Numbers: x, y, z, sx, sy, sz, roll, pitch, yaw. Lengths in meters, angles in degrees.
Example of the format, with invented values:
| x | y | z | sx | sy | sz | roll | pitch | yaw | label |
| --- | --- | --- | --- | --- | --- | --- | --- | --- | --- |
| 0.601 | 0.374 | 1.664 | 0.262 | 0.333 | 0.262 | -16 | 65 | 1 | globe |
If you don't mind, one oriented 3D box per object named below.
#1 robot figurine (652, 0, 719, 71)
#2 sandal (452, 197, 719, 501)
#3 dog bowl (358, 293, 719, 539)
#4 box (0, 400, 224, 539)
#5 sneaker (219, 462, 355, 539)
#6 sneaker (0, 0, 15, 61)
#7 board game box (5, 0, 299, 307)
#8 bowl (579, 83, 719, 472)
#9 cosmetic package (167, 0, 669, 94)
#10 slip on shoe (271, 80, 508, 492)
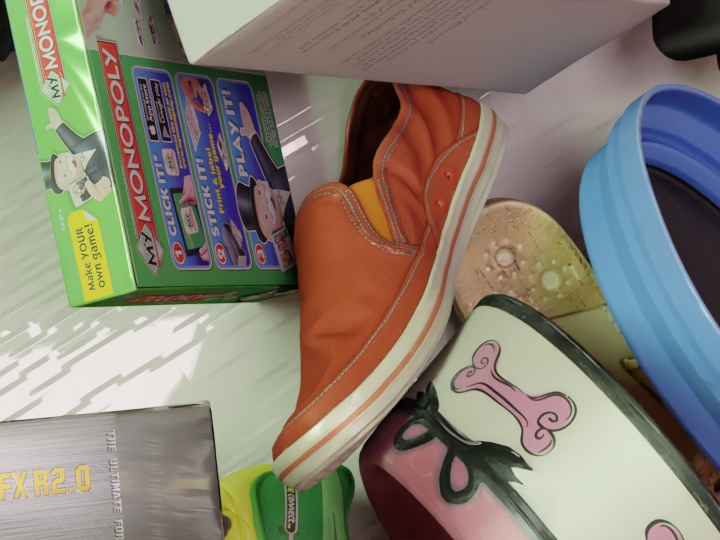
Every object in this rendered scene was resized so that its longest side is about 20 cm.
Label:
| x | y | z | sx | sy | sz | roll | pitch | yaw | label |
| --- | --- | --- | --- | --- | --- | --- | --- | --- | --- |
| 0.165 | -0.179 | 1.012 | 0.125 | 0.150 | 0.200 | 2 | 77 | 9 | robot figurine |
| 0.109 | 0.062 | 0.950 | 0.078 | 0.070 | 0.212 | -41 | 100 | -2 | sandal |
| 0.075 | 0.110 | 0.874 | 0.074 | 0.200 | 0.200 | -35 | 96 | -10 | dog bowl |
| -0.152 | 0.076 | 0.756 | 0.158 | 0.200 | 0.048 | -5 | 85 | -27 | box |
| 0.007 | 0.159 | 0.890 | 0.084 | 0.074 | 0.200 | -22 | 90 | -24 | sneaker |
| -0.189 | -0.092 | 0.852 | 0.200 | 0.070 | 0.082 | -28 | 64 | -39 | sneaker |
| -0.078 | -0.087 | 0.881 | 0.135 | 0.029 | 0.200 | 0 | 76 | -65 | board game box |
| 0.158 | 0.020 | 0.957 | 0.201 | 0.039 | 0.201 | 38 | 30 | -26 | bowl |
| 0.013 | -0.132 | 0.900 | 0.200 | 0.081 | 0.113 | -4 | 68 | -50 | cosmetic package |
| 0.000 | 0.000 | 0.902 | 0.061 | 0.074 | 0.200 | 32 | 46 | -12 | slip on shoe |
